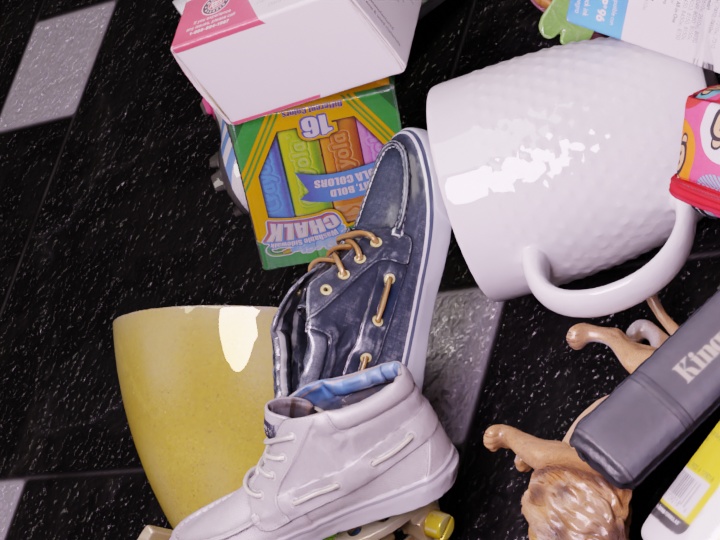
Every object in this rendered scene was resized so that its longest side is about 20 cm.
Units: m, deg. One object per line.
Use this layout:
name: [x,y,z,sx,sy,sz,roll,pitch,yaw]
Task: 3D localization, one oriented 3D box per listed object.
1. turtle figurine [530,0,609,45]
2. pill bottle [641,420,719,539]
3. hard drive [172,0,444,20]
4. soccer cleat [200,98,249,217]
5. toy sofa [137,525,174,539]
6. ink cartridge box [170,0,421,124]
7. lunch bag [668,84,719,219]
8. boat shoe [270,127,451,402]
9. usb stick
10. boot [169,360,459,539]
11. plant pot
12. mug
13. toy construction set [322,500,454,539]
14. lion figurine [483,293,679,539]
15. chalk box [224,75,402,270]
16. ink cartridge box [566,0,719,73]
turtle figurine: [0.106,-0.170,1.734,0.198,0.194,0.145,-13,87,5]
pill bottle: [0.255,0.100,1.391,0.201,0.111,0.111,-53,36,2]
hard drive: [-0.029,-0.216,1.946,0.199,0.026,0.132,-37,69,-1]
soccer cleat: [-0.079,-0.124,1.997,0.086,0.070,0.201,-25,45,11]
toy sofa: [-0.082,0.259,1.616,0.200,0.083,0.098,39,101,36]
ink cartridge box: [-0.032,-0.211,1.712,0.146,0.083,0.201,-16,42,30]
lunch bag: [0.290,-0.047,1.392,0.176,0.199,0.083,24,105,54]
boat shoe: [0.000,0.000,1.610,0.071,0.090,0.202,-9,71,58]
usb stick: [0.208,0.051,1.500,0.200,0.033,0.055,-42,57,-13]
boot: [-0.045,0.120,1.567,0.199,0.096,0.074,-23,28,7]
plant pot: [-0.073,0.110,1.710,0.199,0.199,0.143,-7,76,45]
mug: [0.149,-0.055,1.599,0.174,0.148,0.201,-17,47,14]
toy construction set: [0.035,0.197,1.576,0.131,0.092,0.200,-37,29,-12]
lion figurine: [0.158,0.099,1.538,0.122,0.072,0.201,29,80,45]
chalk box: [-0.027,-0.088,1.823,0.123,0.201,0.125,-11,47,1]
ink cartridge box: [0.243,-0.174,1.577,0.199,0.068,0.116,21,36,16]
